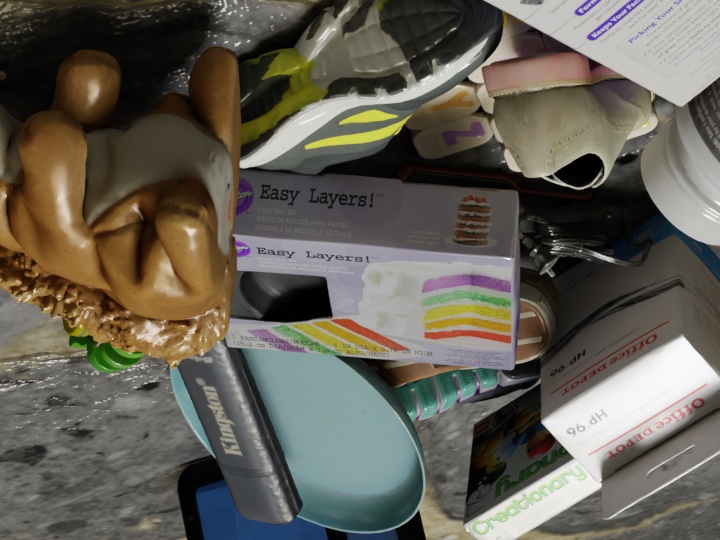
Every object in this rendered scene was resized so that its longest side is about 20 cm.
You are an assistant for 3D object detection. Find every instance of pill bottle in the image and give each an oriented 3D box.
[{"bbox_3d":[0.256,-0.102,1.516,0.111,0.111,0.200,8,143,-35],"label":"pill bottle"}]

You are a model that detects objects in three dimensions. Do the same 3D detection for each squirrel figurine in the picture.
[{"bbox_3d":[-0.164,-0.027,1.417,0.186,0.142,0.200,3,142,4],"label":"squirrel figurine"}]

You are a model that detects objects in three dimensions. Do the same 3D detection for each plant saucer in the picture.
[{"bbox_3d":[-0.039,0.099,1.757,0.200,0.027,0.200,22,142,18],"label":"plant saucer"}]

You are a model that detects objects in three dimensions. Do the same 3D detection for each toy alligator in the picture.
[{"bbox_3d":[-0.134,0.016,1.637,0.059,0.054,0.200,6,147,-34],"label":"toy alligator"}]

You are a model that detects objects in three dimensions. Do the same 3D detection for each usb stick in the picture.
[{"bbox_3d":[-0.087,0.096,1.742,0.055,0.033,0.200,14,138,35],"label":"usb stick"}]

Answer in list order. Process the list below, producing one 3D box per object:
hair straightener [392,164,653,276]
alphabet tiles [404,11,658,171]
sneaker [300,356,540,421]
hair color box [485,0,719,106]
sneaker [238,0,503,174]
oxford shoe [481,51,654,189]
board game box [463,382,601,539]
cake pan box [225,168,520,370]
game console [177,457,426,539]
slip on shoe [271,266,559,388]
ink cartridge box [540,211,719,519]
[{"bbox_3d":[0.110,-0.021,1.650,0.200,0.077,0.041,8,137,-35],"label":"hair straightener"},{"bbox_3d":[0.116,-0.119,1.538,0.195,0.015,0.200,-17,152,7],"label":"alphabet tiles"},{"bbox_3d":[0.046,0.079,1.824,0.200,0.075,0.088,-7,159,-11],"label":"sneaker"},{"bbox_3d":[0.149,-0.169,1.388,0.109,0.065,0.200,-39,146,23],"label":"hair color box"},{"bbox_3d":[0.005,-0.110,1.456,0.200,0.075,0.085,-21,159,34],"label":"sneaker"},{"bbox_3d":[0.120,-0.082,1.467,0.071,0.074,0.200,-9,178,26],"label":"oxford shoe"},{"bbox_3d":[0.161,0.103,1.781,0.200,0.126,0.035,-34,112,22],"label":"board game box"},{"bbox_3d":[0.000,0.000,1.590,0.200,0.052,0.184,5,155,4],"label":"cake pan box"},{"bbox_3d":[-0.040,0.193,1.856,0.116,0.200,0.176,-2,151,-23],"label":"game console"},{"bbox_3d":[0.036,0.031,1.737,0.200,0.061,0.076,-9,119,19],"label":"slip on shoe"},{"bbox_3d":[0.181,0.058,1.686,0.116,0.200,0.068,-34,115,22],"label":"ink cartridge box"}]
